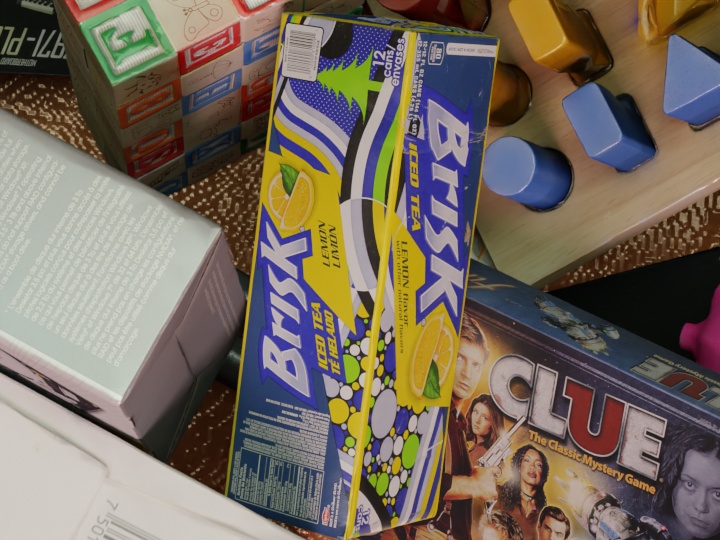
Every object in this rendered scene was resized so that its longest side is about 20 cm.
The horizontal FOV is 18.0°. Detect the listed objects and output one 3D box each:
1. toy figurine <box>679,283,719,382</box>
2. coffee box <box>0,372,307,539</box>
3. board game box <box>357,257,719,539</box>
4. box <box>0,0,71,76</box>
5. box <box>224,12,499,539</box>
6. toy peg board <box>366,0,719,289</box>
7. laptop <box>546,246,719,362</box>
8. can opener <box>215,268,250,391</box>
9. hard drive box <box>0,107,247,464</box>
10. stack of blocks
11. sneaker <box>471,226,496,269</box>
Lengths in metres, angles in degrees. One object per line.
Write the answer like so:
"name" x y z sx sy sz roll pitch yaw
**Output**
"toy figurine" 0.227 0.046 0.917 0.184 0.200 0.150 3 97 -18
"coffee box" -0.149 0.161 0.911 0.200 0.198 0.200 28 77 5
"board game box" 0.077 0.082 0.933 0.200 0.035 0.136 25 119 32
"box" -0.188 -0.175 0.957 0.200 0.164 0.086 -2 36 -43
"box" 0.000 0.000 0.901 0.064 0.070 0.200 13 100 32
"toy peg board" 0.091 -0.125 0.932 0.200 0.098 0.199 -30 73 20
"laptop" 0.173 0.091 1.025 0.200 0.103 0.177 12 58 -27
"can opener" -0.071 0.017 1.023 0.200 0.066 0.053 31 76 -2
"hard drive box" -0.150 -0.013 0.868 0.200 0.156 0.077 28 78 8
"stack of blocks" -0.064 -0.099 0.977 0.115 0.200 0.059 -28 80 -9
"sneaker" 0.056 0.008 1.020 0.092 0.076 0.200 -12 72 -42
